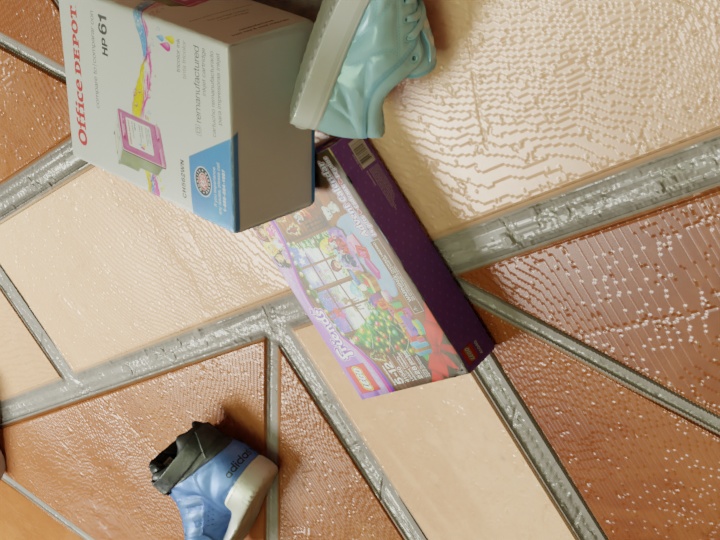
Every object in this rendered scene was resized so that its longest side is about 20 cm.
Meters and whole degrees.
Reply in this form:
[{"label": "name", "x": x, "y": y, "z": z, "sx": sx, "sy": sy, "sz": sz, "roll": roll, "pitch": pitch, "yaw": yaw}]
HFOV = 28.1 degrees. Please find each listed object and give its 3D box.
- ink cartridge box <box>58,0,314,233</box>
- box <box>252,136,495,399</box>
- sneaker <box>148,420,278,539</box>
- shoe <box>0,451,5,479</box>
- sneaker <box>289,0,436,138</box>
[{"label": "ink cartridge box", "x": -0.130, "y": -0.131, "z": 1.061, "sx": 0.200, "sy": 0.085, "sz": 0.145, "roll": 26, "pitch": 126, "yaw": 39}, {"label": "box", "x": 0.000, "y": 0.000, "z": 1.108, "sx": 0.137, "sy": 0.039, "sz": 0.200, "roll": -20, "pitch": 105, "yaw": 52}, {"label": "sneaker", "x": -0.161, "y": 0.225, "z": 1.428, "sx": 0.111, "sy": 0.077, "sz": 0.200, "roll": 35, "pitch": 137, "yaw": 9}, {"label": "shoe", "x": -0.489, "y": 0.189, "z": 1.737, "sx": 0.091, "sy": 0.071, "sz": 0.200, "roll": 28, "pitch": 143, "yaw": 18}, {"label": "sneaker", "x": 0.019, "y": -0.170, "z": 0.940, "sx": 0.082, "sy": 0.074, "sz": 0.200, "roll": 14, "pitch": 134, "yaw": -13}]
